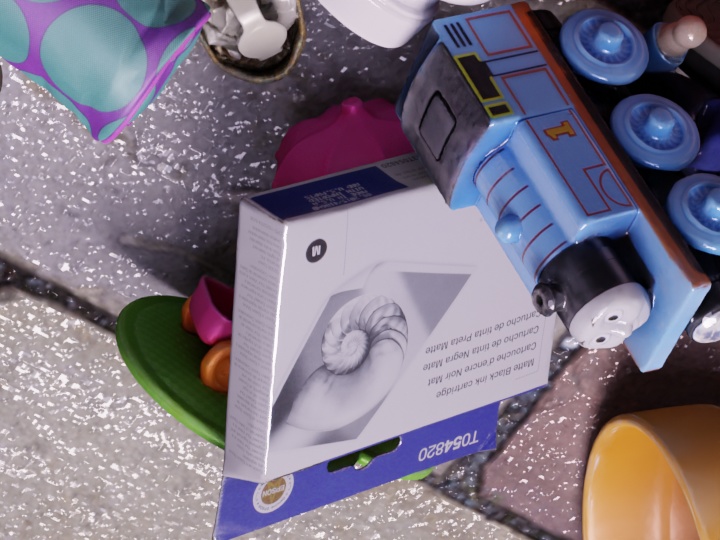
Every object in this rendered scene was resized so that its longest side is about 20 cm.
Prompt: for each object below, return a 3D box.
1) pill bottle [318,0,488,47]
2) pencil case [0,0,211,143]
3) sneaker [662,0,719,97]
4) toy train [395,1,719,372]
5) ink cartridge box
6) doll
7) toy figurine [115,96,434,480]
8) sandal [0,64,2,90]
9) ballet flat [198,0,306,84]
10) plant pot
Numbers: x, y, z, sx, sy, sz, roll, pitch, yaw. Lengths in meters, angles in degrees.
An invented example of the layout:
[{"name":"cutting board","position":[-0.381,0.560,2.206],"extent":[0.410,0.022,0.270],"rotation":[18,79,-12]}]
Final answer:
[{"name":"pill bottle","position":[0.060,-0.201,1.323],"extent":[0.113,0.113,0.200],"rotation":[36,118,-25]},{"name":"pencil case","position":[-0.171,-0.146,1.301],"extent":[0.200,0.085,0.092],"rotation":[36,149,-10]},{"name":"sneaker","position":[0.219,-0.049,1.424],"extent":[0.200,0.075,0.106],"rotation":[38,125,13]},{"name":"toy train","position":[0.104,-0.042,1.333],"extent":[0.114,0.200,0.087],"rotation":[-15,150,-27]},{"name":"ink cartridge box","position":[0.019,0.037,1.411],"extent":[0.199,0.041,0.201],"rotation":[-17,125,-36]},{"name":"doll","position":[0.165,-0.065,1.389],"extent":[0.048,0.200,0.137],"rotation":[-25,129,-22]},{"name":"toy figurine","position":[0.000,0.000,1.469],"extent":[0.200,0.150,0.184],"rotation":[21,113,-26]},{"name":"sandal","position":[-0.237,-0.146,1.367],"extent":[0.054,0.082,0.200],"rotation":[-14,132,36]},{"name":"ballet flat","position":[-0.068,-0.152,1.337],"extent":[0.070,0.071,0.200],"rotation":[-13,152,8]},{"name":"plant pot","position":[0.245,0.165,1.566],"extent":[0.183,0.200,0.201],"rotation":[-9,128,-16]}]
